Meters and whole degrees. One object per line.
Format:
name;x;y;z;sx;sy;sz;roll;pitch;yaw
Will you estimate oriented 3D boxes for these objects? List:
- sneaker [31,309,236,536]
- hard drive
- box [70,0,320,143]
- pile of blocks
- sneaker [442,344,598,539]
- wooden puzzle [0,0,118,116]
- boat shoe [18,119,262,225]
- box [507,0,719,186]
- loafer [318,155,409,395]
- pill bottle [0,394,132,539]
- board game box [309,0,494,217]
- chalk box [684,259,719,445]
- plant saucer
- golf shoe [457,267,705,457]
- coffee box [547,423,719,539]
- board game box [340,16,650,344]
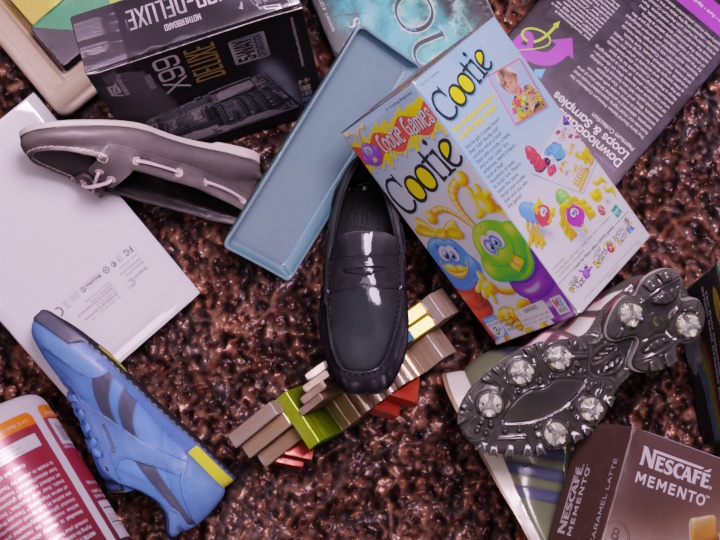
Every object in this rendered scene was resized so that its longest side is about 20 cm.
sneaker;-0.185;0.118;1.042;0.078;0.066;0.200;-44;102;-5
hard drive;-0.238;-0.017;1.072;0.132;0.027;0.200;-41;101;-12
box;-0.114;-0.153;1.041;0.157;0.200;0.050;-18;75;-2
pile of blocks;-0.001;0.093;1.054;0.199;0.082;0.062;-36;80;-5
sneaker;0.145;0.146;1.045;0.089;0.067;0.201;-29;77;2
wooden puzzle;-0.236;-0.256;1.147;0.185;0.037;0.200;-41;81;-5
boat shoe;-0.161;-0.073;1.056;0.199;0.067;0.057;6;73;-34
box;0.197;-0.170;1.101;0.143;0.036;0.200;41;74;5
loafer;0.000;0.000;1.024;0.068;0.071;0.201;-4;49;5
pill bottle;-0.234;0.203;1.028;0.113;0.113;0.201;-33;80;-4
board game box;0.056;-0.160;1.123;0.135;0.028;0.201;-23;80;-2
chalk box;0.313;0.052;0.989;0.123;0.200;0.126;-8;80;0
plant saucer;-0.032;-0.092;1.085;0.070;0.019;0.201;29;97;-34
golf shoe;0.155;0.070;1.014;0.199;0.088;0.078;-30;97;-10
coffee box;0.244;0.193;0.997;0.199;0.080;0.115;22;80;-16
board game box;0.099;-0.063;1.026;0.105;0.103;0.200;-41;98;-34
